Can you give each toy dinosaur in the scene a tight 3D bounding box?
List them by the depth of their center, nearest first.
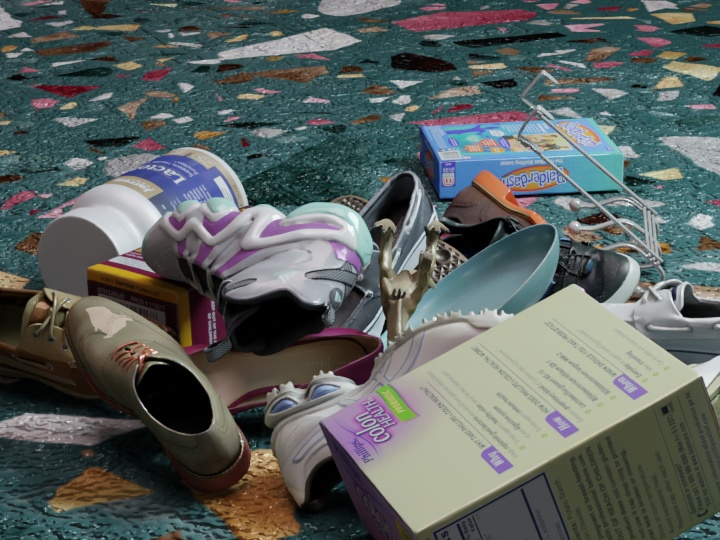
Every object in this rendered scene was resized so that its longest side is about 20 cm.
[{"bbox_3d":[0.032,0.012,1.407,0.058,0.102,0.200,10,23,2],"label":"toy dinosaur"}]

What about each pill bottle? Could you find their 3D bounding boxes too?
[{"bbox_3d":[-0.196,-0.033,1.659,0.115,0.116,0.200,8,22,26],"label":"pill bottle"}]

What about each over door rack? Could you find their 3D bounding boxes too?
[{"bbox_3d":[0.202,-0.075,1.682,0.066,0.200,0.148,-35,13,17],"label":"over door rack"}]

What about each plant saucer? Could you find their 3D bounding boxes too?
[{"bbox_3d":[0.081,0.036,1.442,0.200,0.027,0.200,-37,11,9],"label":"plant saucer"}]

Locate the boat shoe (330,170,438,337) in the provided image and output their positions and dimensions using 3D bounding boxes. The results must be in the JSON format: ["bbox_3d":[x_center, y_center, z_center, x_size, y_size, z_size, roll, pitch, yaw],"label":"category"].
[{"bbox_3d":[0.000,0.000,1.515,0.071,0.068,0.200,18,56,32],"label":"boat shoe"}]

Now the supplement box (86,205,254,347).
[{"bbox_3d":[-0.121,0.019,1.551,0.110,0.086,0.200,15,26,37],"label":"supplement box"}]

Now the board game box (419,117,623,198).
[{"bbox_3d":[0.172,-0.123,1.995,0.199,0.045,0.152,-3,19,-5],"label":"board game box"}]

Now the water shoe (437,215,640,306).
[{"bbox_3d":[0.141,-0.004,1.588,0.199,0.079,0.072,3,56,31],"label":"water shoe"}]

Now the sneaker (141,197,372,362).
[{"bbox_3d":[-0.099,0.016,1.374,0.199,0.078,0.140,-4,44,30],"label":"sneaker"}]

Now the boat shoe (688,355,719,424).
[{"bbox_3d":[0.222,0.116,1.295,0.068,0.075,0.200,-10,10,46],"label":"boat shoe"}]

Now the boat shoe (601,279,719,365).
[{"bbox_3d":[0.258,0.039,1.499,0.199,0.066,0.074,6,21,19],"label":"boat shoe"}]

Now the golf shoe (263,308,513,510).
[{"bbox_3d":[0.030,0.101,1.257,0.199,0.078,0.098,-28,50,19],"label":"golf shoe"}]

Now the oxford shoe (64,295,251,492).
[{"bbox_3d":[-0.151,0.071,1.321,0.070,0.075,0.200,-40,57,-18],"label":"oxford shoe"}]

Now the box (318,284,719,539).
[{"bbox_3d":[0.103,0.119,1.151,0.199,0.097,0.176,-27,25,-11],"label":"box"}]

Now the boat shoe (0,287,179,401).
[{"bbox_3d":[-0.241,0.053,1.450,0.199,0.074,0.076,3,59,28],"label":"boat shoe"}]

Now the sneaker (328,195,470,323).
[{"bbox_3d":[0.046,0.008,1.599,0.070,0.076,0.200,-40,57,-13],"label":"sneaker"}]

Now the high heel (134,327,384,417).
[{"bbox_3d":[-0.082,0.076,1.376,0.199,0.068,0.096,2,-23,-19],"label":"high heel"}]

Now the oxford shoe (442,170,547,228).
[{"bbox_3d":[0.142,-0.020,1.707,0.072,0.071,0.200,-39,34,-3],"label":"oxford shoe"}]
